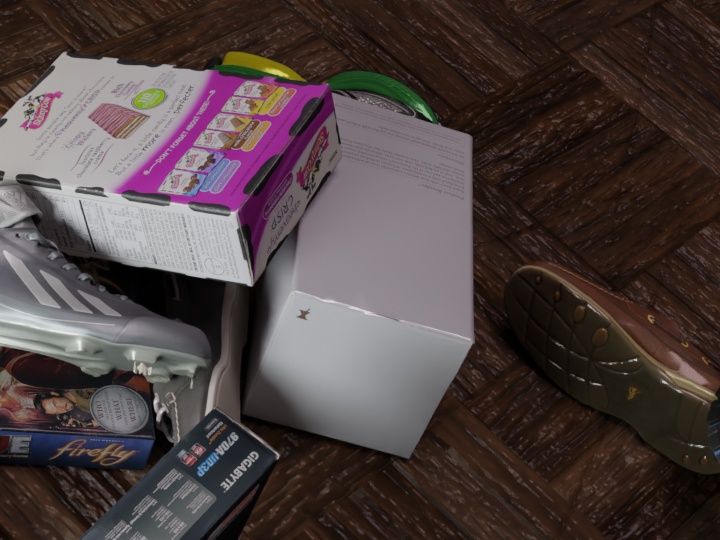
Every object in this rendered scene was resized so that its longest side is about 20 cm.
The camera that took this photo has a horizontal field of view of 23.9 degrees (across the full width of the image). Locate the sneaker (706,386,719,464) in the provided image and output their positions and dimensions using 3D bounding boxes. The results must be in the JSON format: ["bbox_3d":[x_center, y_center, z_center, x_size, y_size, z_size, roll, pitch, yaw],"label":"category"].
[{"bbox_3d":[0.287,0.084,1.135,0.078,0.075,0.200,45,37,-13],"label":"sneaker"}]

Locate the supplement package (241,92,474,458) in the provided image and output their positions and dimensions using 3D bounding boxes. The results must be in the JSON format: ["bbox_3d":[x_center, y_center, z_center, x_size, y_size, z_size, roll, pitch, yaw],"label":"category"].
[{"bbox_3d":[0.000,0.000,1.119,0.120,0.120,0.201,16,42,-11],"label":"supplement package"}]

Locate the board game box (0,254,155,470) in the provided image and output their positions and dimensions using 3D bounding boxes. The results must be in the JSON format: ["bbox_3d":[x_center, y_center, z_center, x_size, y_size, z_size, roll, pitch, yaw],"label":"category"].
[{"bbox_3d":[-0.204,0.031,1.057,0.134,0.035,0.201,5,46,-20],"label":"board game box"}]

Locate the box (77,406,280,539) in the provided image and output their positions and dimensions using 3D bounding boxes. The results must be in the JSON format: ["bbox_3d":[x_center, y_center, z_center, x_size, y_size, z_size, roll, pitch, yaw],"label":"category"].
[{"bbox_3d":[-0.131,0.181,0.849,0.046,0.160,0.200,35,42,10],"label":"box"}]

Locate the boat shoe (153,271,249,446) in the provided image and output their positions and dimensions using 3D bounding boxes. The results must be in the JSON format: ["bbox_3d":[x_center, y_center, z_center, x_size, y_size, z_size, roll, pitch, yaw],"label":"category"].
[{"bbox_3d":[-0.105,0.065,1.057,0.056,0.067,0.201,-4,40,6],"label":"boat shoe"}]

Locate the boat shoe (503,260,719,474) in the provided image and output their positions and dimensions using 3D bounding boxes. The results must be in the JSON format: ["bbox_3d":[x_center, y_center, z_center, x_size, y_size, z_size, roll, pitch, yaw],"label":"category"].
[{"bbox_3d":[0.188,0.060,1.190,0.199,0.072,0.068,37,38,4],"label":"boat shoe"}]

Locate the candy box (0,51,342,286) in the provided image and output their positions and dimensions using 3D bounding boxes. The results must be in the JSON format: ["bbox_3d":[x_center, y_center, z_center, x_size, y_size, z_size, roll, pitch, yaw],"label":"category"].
[{"bbox_3d":[-0.129,-0.067,1.056,0.198,0.061,0.137,10,42,23],"label":"candy box"}]

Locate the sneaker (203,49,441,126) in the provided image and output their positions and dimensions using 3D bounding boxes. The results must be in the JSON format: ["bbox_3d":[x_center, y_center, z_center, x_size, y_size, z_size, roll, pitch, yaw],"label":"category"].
[{"bbox_3d":[-0.035,-0.096,1.214,0.198,0.079,0.085,10,35,15],"label":"sneaker"}]

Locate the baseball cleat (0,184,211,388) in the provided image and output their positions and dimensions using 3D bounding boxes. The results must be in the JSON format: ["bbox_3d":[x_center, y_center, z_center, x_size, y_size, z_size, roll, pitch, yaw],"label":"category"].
[{"bbox_3d":[-0.180,0.005,0.990,0.198,0.070,0.107,10,71,-7],"label":"baseball cleat"}]
